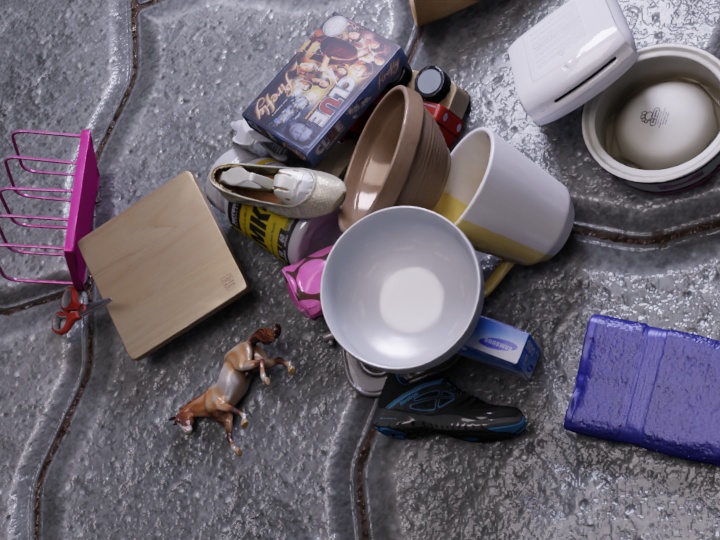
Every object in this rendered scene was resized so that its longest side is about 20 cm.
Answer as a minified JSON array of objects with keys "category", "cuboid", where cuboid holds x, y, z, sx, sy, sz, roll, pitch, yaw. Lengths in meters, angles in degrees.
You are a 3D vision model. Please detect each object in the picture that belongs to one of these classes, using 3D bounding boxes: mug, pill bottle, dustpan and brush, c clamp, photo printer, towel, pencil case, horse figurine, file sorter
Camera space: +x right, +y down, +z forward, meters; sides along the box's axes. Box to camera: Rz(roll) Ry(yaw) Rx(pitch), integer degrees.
[{"category":"mug","cuboid":[0.175,-0.071,1.626,0.187,0.153,0.150,-45,28,44]},{"category":"pill bottle","cuboid":[-0.117,-0.087,1.787,0.200,0.114,0.115,33,83,33]},{"category":"dustpan and brush","cuboid":[-0.141,-0.198,1.865,0.200,0.139,0.057,44,125,48]},{"category":"c clamp","cuboid":[0.040,0.077,1.689,0.199,0.027,0.172,-17,62,16]},{"category":"photo printer","cuboid":[0.274,-0.277,1.661,0.166,0.069,0.200,-35,23,19]},{"category":"towel","cuboid":[0.351,0.141,1.510,0.199,0.050,0.148,11,79,28]},{"category":"pencil case","cuboid":[0.000,0.000,1.690,0.199,0.091,0.094,-24,55,3]},{"category":"horse figurine","cuboid":[-0.164,0.154,1.726,0.132,0.050,0.201,31,90,50]},{"category":"file sorter","cuboid":[-0.470,-0.093,1.912,0.125,0.139,0.201,4,66,-3]}]

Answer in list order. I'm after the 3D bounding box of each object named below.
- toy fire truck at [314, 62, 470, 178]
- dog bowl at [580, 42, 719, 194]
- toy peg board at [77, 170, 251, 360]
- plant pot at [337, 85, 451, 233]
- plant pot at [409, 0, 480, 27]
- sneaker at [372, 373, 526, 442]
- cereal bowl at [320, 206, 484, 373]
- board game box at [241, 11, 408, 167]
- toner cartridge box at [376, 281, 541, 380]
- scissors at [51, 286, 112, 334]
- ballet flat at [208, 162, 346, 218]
[{"category":"toy fire truck","cuboid":[0.033,-0.193,1.775,0.175,0.129,0.201,20,88,30]},{"category":"dog bowl","cuboid":[0.386,-0.185,1.627,0.199,0.074,0.201,-10,64,21]},{"category":"toy peg board","cuboid":[-0.268,-0.001,1.842,0.199,0.098,0.200,-32,73,10]},{"category":"plant pot","cuboid":[0.052,-0.126,1.637,0.201,0.092,0.201,-56,21,35]},{"category":"plant pot","cuboid":[0.155,-0.460,1.814,0.199,0.187,0.187,-13,61,3]},{"category":"sneaker","cuboid":[0.109,0.166,1.587,0.199,0.073,0.082,1,69,25]},{"category":"cereal bowl","cuboid":[0.056,0.029,1.534,0.199,0.083,0.201,-5,74,16]},{"category":"board game box","cuboid":[-0.049,-0.249,1.747,0.135,0.035,0.200,33,77,33]},{"category":"toner cartridge box","cuboid":[0.120,0.075,1.596,0.199,0.095,0.043,20,81,22]},{"category":"scissors","cuboid":[-0.402,0.065,1.849,0.200,0.014,0.074,8,77,57]},{"category":"ballet flat","cuboid":[-0.115,-0.108,1.689,0.199,0.062,0.068,5,77,29]}]
